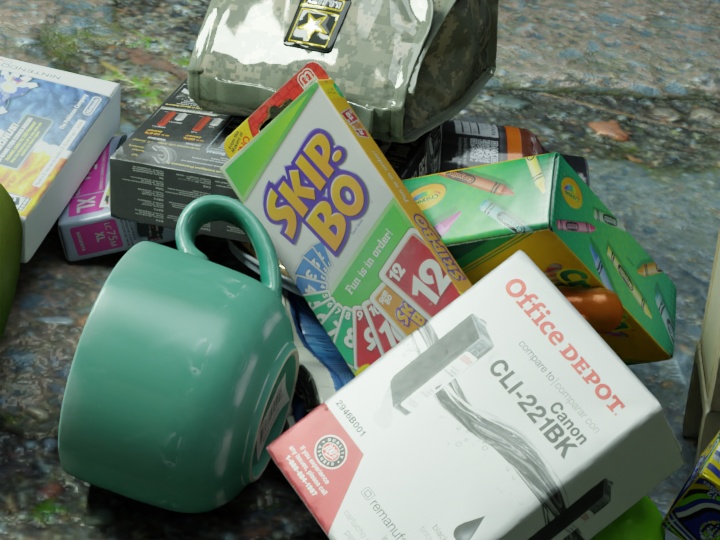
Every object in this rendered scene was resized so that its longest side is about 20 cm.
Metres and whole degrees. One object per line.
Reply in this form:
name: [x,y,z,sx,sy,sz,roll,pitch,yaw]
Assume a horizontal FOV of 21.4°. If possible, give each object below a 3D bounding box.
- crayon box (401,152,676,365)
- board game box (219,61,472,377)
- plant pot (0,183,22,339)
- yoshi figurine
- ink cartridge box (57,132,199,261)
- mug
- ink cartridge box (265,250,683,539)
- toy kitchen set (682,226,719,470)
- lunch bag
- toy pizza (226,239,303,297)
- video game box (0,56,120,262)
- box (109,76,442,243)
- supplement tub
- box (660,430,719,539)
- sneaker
crayon box: [0.119,0.001,1.272,0.118,0.200,0.059,-9,59,31]
board game box: [-0.011,-0.028,1.215,0.201,0.095,0.030,57,27,13]
plant pot: [-0.300,0.005,1.239,0.185,0.189,0.200,13,23,7]
yoshi figurine: [0.145,0.118,1.204,0.111,0.112,0.202,-15,56,30]
ink cartridge box: [-0.126,-0.071,1.444,0.198,0.042,0.120,-9,34,2]
mug: [-0.100,0.057,1.178,0.113,0.187,0.152,18,13,9]
ink cartridge box: [0.069,0.109,1.127,0.199,0.084,0.144,-37,56,-5]
toy kitchen set: [0.321,0.094,1.217,0.198,0.182,0.164,4,34,1]
lunch bag: [-0.009,-0.161,1.329,0.163,0.119,0.200,12,32,19]
toy pizza: [0.000,0.000,1.349,0.199,0.032,0.200,20,10,-4]
video game box: [-0.295,-0.095,1.419,0.180,0.047,0.201,11,36,8]
box: [-0.056,-0.074,1.335,0.198,0.050,0.158,10,30,12]
supplement tub: [0.073,-0.062,1.464,0.198,0.108,0.107,7,33,-4]
box: [0.287,0.173,1.141,0.199,0.064,0.070,34,50,8]
sneaker: [-0.025,0.074,1.283,0.089,0.079,0.200,15,25,-27]
